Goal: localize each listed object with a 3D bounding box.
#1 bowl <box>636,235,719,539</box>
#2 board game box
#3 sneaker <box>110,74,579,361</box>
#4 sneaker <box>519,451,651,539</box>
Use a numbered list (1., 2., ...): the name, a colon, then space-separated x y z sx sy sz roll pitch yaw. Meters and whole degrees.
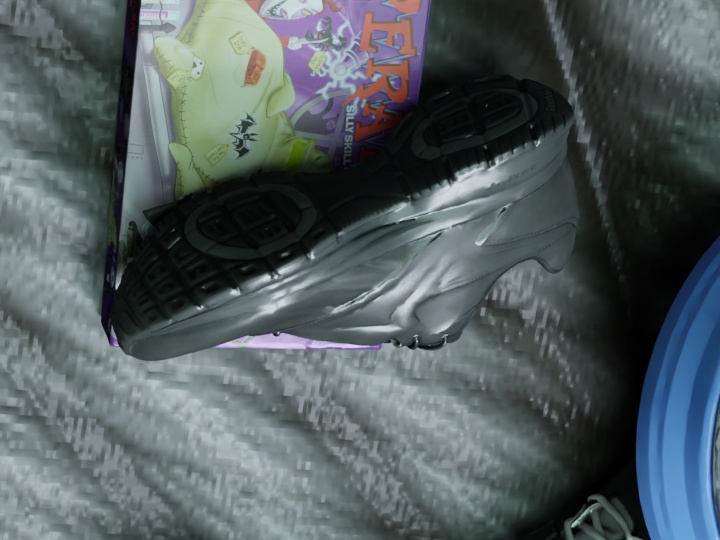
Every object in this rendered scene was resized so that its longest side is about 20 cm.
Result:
1. bowl: 0.206 0.065 1.014 0.199 0.039 0.203 -7 103 -33
2. board game box: -0.037 -0.064 0.944 0.119 0.032 0.202 -1 114 -19
3. sneaker: 0.000 0.000 0.930 0.198 0.076 0.091 -21 125 -4
4. sneaker: 0.093 0.150 1.046 0.088 0.074 0.201 17 108 -23
